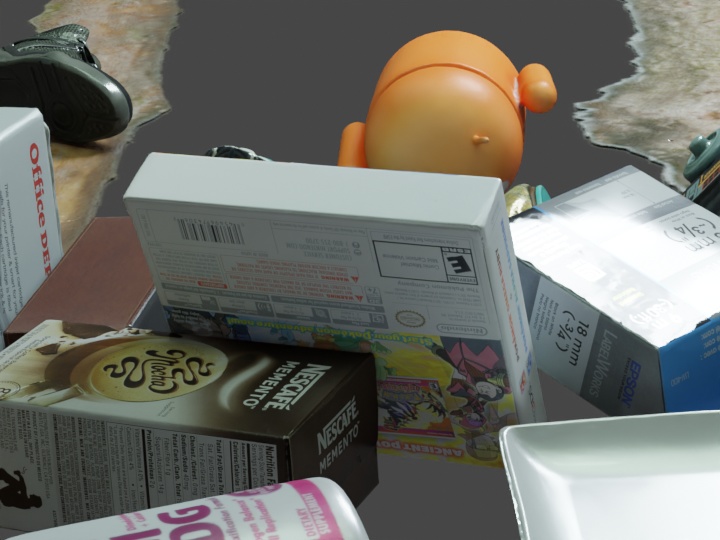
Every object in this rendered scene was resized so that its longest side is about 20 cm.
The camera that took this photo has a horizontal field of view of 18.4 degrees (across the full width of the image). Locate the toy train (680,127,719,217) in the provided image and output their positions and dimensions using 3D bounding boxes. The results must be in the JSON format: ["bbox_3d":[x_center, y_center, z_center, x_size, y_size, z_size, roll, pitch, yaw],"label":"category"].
[{"bbox_3d":[0.282,-0.081,1.447,0.085,0.200,0.114,41,23,-6],"label":"toy train"}]

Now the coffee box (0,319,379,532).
[{"bbox_3d":[-0.102,0.088,1.172,0.200,0.080,0.113,5,22,21],"label":"coffee box"}]

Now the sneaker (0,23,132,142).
[{"bbox_3d":[-0.238,-0.160,1.850,0.114,0.076,0.199,-29,27,-37],"label":"sneaker"}]

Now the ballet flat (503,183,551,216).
[{"bbox_3d":[0.101,0.002,1.409,0.071,0.071,0.200,-3,22,0],"label":"ballet flat"}]

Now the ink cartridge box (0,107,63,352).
[{"bbox_3d":[-0.260,-0.003,1.344,0.083,0.147,0.200,3,21,19],"label":"ink cartridge box"}]

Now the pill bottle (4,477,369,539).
[{"bbox_3d":[-0.096,0.159,0.939,0.200,0.114,0.113,-10,22,-17],"label":"pill bottle"}]

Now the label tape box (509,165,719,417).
[{"bbox_3d":[0.177,0.028,1.237,0.200,0.063,0.144,34,40,32],"label":"label tape box"}]

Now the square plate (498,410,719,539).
[{"bbox_3d":[0.174,0.130,1.073,0.200,0.028,0.198,-3,28,-1],"label":"square plate"}]

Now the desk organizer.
[{"bbox_3d":[-0.146,0.029,1.349,0.077,0.072,0.200,-2,21,10],"label":"desk organizer"}]

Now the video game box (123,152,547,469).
[{"bbox_3d":[-0.009,0.023,1.190,0.200,0.182,0.047,6,43,20],"label":"video game box"}]

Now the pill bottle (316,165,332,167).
[{"bbox_3d":[0.000,0.000,1.346,0.113,0.113,0.200,-21,27,-40],"label":"pill bottle"}]

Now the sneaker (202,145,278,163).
[{"bbox_3d":[-0.036,-0.034,1.526,0.200,0.078,0.080,20,11,36],"label":"sneaker"}]

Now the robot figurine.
[{"bbox_3d":[0.061,-0.103,1.608,0.144,0.117,0.200,13,21,0],"label":"robot figurine"}]
